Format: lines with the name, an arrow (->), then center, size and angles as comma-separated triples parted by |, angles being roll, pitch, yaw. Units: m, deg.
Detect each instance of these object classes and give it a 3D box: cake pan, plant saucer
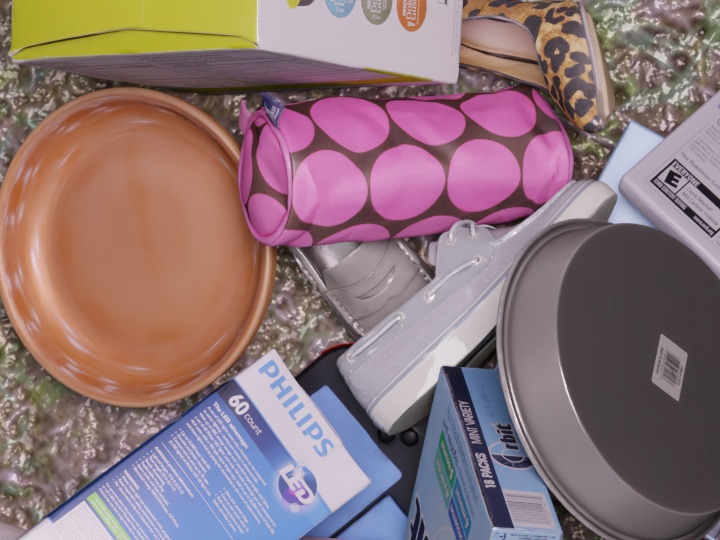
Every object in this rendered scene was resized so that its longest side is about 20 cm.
cake pan -> 0.162, 0.060, 1.601 | 0.037, 0.200, 0.201 | -25, 83, 44
plant saucer -> -0.139, -0.015, 1.767 | 0.199, 0.037, 0.202 | 2, 95, 24

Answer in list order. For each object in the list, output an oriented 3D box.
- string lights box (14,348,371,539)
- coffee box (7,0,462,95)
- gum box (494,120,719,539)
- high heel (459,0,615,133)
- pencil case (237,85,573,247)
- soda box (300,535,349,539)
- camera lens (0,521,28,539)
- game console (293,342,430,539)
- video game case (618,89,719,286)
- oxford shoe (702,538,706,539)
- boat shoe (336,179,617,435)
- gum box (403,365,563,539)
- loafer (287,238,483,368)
string lights box -> -0.103, 0.147, 1.668 | 0.200, 0.059, 0.103 | -36, 90, -22
coffee box -> -0.071, -0.215, 1.668 | 0.199, 0.197, 0.201 | 1, 87, 38
gum box -> 0.192, 0.037, 1.717 | 0.169, 0.045, 0.201 | 29, 89, 9
high heel -> 0.074, -0.123, 1.697 | 0.142, 0.200, 0.072 | -18, 127, 3
pencil case -> 0.025, -0.070, 1.705 | 0.199, 0.091, 0.094 | -3, 43, -24
soda box -> -0.025, 0.269, 1.721 | 0.063, 0.068, 0.201 | 4, 103, 8
camera lens -> -0.264, 0.226, 1.736 | 0.199, 0.160, 0.161 | 17, 91, 9
game console -> -0.016, 0.161, 1.747 | 0.200, 0.031, 0.177 | -40, 86, 15
video game case -> 0.286, -0.040, 1.681 | 0.182, 0.022, 0.200 | -40, 74, -20
oxford shoe -> 0.144, 0.235, 1.731 | 0.199, 0.071, 0.073 | -31, 119, -1
boat shoe -> 0.065, 0.008, 1.677 | 0.201, 0.070, 0.072 | -45, 75, 6
gum box -> 0.061, 0.185, 1.622 | 0.044, 0.170, 0.201 | 6, 118, -12
loafer -> 0.000, 0.000, 1.748 | 0.070, 0.070, 0.200 | -43, 82, 5
